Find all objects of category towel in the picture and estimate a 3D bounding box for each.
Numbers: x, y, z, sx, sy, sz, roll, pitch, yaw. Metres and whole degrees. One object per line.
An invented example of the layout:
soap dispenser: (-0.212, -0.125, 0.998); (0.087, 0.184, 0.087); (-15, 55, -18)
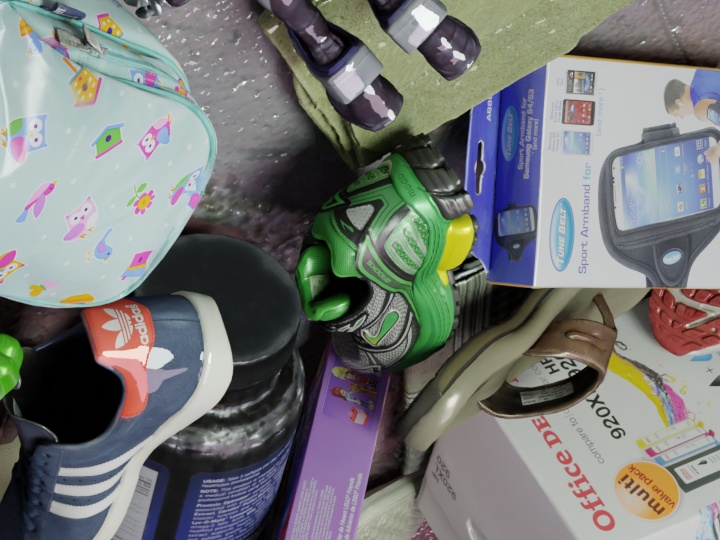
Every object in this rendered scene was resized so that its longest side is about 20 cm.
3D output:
towel: (0.053, -0.137, 1.396); (0.199, 0.037, 0.149); (-32, 148, -1)
towel: (0.101, 0.022, 1.660); (0.192, 0.035, 0.200); (-25, 150, -17)

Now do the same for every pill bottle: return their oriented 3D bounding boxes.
pill bottle: (-0.089, 0.079, 1.484); (0.111, 0.112, 0.201); (-15, 144, -28)

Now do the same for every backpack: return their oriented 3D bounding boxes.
backpack: (-0.158, -0.062, 1.216); (0.167, 0.127, 0.200); (-49, 149, 17)

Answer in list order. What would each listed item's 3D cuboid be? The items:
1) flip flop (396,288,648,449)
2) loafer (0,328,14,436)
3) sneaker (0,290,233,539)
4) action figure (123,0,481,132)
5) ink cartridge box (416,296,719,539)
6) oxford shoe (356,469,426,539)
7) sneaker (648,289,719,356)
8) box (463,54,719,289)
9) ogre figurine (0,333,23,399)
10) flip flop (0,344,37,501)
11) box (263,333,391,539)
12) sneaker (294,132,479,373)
flip flop: (0.097, 0.049, 1.555); (0.200, 0.058, 0.081); (-33, 160, -46)
loafer: (-0.218, 0.103, 1.414); (0.073, 0.072, 0.201); (18, 128, -16)
sneaker: (-0.143, 0.076, 1.375); (0.084, 0.075, 0.200); (3, 139, -37)
action figure: (-0.037, -0.142, 1.260); (0.130, 0.069, 0.200); (-40, 127, 7)
ink cartridge box: (0.160, 0.119, 1.678); (0.199, 0.148, 0.145); (-19, 148, -25)
oxford shoe: (-0.031, 0.164, 1.713); (0.199, 0.058, 0.076); (-30, 146, -36)
sneaker: (0.242, -0.020, 1.662); (0.200, 0.078, 0.082); (-43, 160, -17)
box: (0.133, -0.050, 1.521); (0.199, 0.041, 0.120); (0, 94, -46)
ogre figurine: (-0.258, 0.055, 1.288); (0.200, 0.120, 0.098); (-40, 151, 11)
flip flop: (-0.183, 0.117, 1.499); (0.081, 0.058, 0.201); (-13, 144, -30)
box: (-0.030, 0.142, 1.561); (0.039, 0.201, 0.137); (19, 132, -5)
sneaker: (0.000, 0.000, 1.474); (0.085, 0.078, 0.200); (-26, 159, -15)
